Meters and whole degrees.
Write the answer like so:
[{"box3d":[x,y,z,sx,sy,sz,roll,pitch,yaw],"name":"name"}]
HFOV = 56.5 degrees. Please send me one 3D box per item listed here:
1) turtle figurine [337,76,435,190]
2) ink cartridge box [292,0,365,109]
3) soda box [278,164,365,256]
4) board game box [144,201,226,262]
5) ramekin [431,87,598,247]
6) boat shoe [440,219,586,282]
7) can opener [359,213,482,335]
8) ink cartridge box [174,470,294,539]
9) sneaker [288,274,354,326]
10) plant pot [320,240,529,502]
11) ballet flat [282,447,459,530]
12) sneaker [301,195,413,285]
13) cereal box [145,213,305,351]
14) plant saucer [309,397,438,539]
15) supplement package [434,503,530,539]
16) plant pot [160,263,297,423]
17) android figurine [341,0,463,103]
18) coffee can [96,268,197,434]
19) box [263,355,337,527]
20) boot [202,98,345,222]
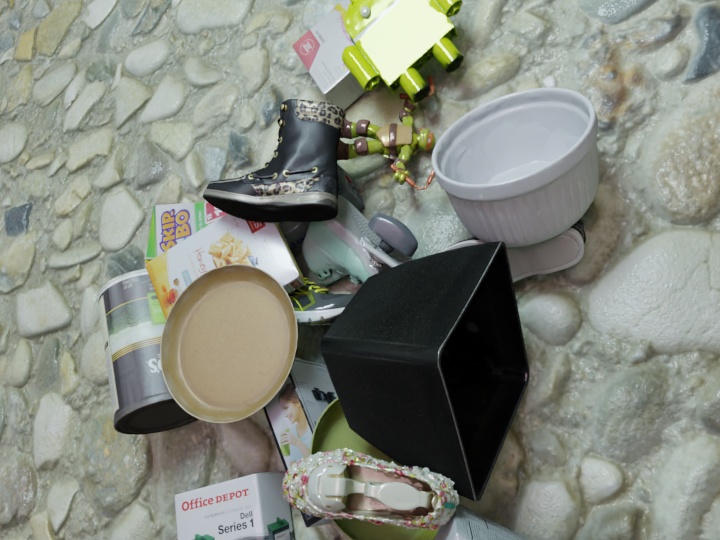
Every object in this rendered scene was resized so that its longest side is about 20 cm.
[{"box3d":[0.042,-0.196,0.964,0.156,0.065,0.205,4,64,5],"name":"turtle figurine"},{"box3d":[0.005,-0.359,1.029,0.199,0.067,0.118,-39,65,10],"name":"ink cartridge box"},{"box3d":[-0.094,-0.075,0.998,0.198,0.068,0.064,-35,63,14],"name":"soda box"},{"box3d":[-0.283,-0.064,1.112,0.195,0.030,0.098,-2,75,28],"name":"board game box"},{"box3d":[0.194,-0.121,0.813,0.195,0.106,0.203,-19,35,14],"name":"ramekin"},{"box3d":[0.187,-0.028,0.854,0.196,0.075,0.061,-16,26,31],"name":"boat shoe"},{"box3d":[0.082,0.007,0.856,0.198,0.053,0.067,38,103,3],"name":"can opener"},{"box3d":[-0.164,0.386,0.894,0.143,0.084,0.205,-19,69,19],"name":"ink cartridge box"},{"box3d":[-0.092,0.035,0.957,0.195,0.074,0.087,-3,83,25],"name":"sneaker"},{"box3d":[0.070,0.101,0.765,0.173,0.204,0.200,3,36,32],"name":"plant pot"},{"box3d":[0.004,0.225,0.697,0.194,0.064,0.078,-1,74,14],"name":"ballet flat"},{"box3d":[0.000,0.000,0.946,0.201,0.073,0.119,46,137,8],"name":"sneaker"},{"box3d":[-0.191,0.004,0.942,0.197,0.040,0.146,-31,68,2],"name":"cereal box"},{"box3d":[0.024,0.242,0.805,0.031,0.196,0.203,-51,55,44],"name":"plant saucer"},{"box3d":[0.145,0.381,0.677,0.196,0.147,0.195,24,87,8],"name":"supplement package"},{"box3d":[-0.168,0.094,0.868,0.194,0.027,0.206,-5,72,16],"name":"plant pot"},{"box3d":[0.054,-0.342,0.948,0.181,0.041,0.202,-37,76,12],"name":"android figurine"},{"box3d":[-0.308,0.121,1.003,0.144,0.146,0.204,-26,66,16],"name":"coffee can"},{"box3d":[-0.057,0.219,0.873,0.059,0.116,0.203,-33,66,16],"name":"box"},{"box3d":[-0.112,-0.148,0.909,0.195,0.073,0.155,3,73,23],"name":"boot"}]
